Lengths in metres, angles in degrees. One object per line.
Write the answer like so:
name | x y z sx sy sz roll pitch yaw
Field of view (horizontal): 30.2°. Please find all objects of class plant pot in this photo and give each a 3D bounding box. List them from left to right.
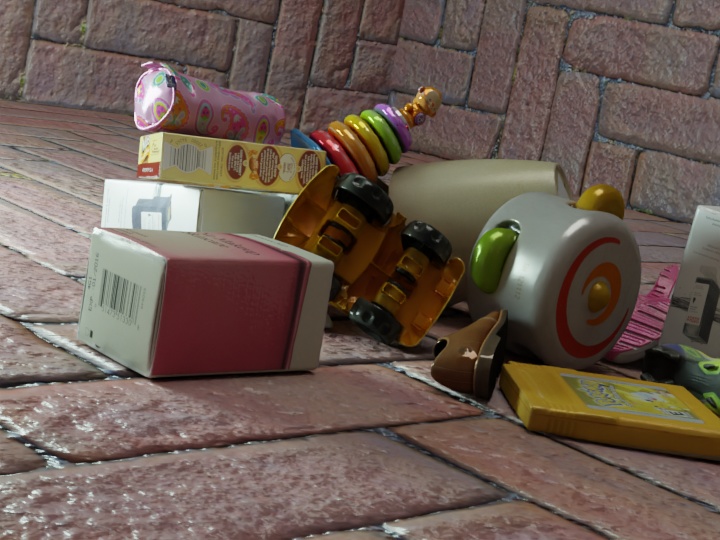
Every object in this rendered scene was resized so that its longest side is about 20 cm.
plant pot | 0.160 -0.064 1.650 0.198 0.190 0.187 -15 0 21

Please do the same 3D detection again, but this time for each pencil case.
pencil case | -0.183 -0.194 1.618 0.087 0.088 0.199 19 6 43

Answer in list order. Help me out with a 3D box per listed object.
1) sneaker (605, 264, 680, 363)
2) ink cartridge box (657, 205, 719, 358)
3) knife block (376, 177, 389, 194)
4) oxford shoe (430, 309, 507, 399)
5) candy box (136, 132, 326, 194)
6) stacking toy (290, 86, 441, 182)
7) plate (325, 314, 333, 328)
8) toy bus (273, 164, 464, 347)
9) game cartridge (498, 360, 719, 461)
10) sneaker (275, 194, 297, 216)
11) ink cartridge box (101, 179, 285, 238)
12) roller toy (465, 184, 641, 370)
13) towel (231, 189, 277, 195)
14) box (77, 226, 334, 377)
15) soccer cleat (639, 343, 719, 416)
sneaker | 0.360 0.073 1.639 0.199 0.089 0.081 -26 45 -38
ink cartridge box | 0.430 0.033 1.566 0.084 0.202 0.145 24 16 36
knife block | 0.057 -0.060 1.804 0.175 0.064 0.200 33 1 -5
oxford shoe | 0.113 0.077 1.364 0.070 0.072 0.200 7 9 13
candy box | -0.151 -0.123 1.561 0.198 0.056 0.115 5 2 -22
stacking toy | 0.023 -0.166 1.667 0.199 0.117 0.110 -34 31 -9
plate | -0.145 0.018 1.523 0.198 0.033 0.199 8 9 -19
toy bus | 0.000 0.000 1.513 0.199 0.136 0.192 35 -14 1
game cartridge | 0.242 0.132 1.294 0.197 0.033 0.176 11 9 -6
sneaker | -0.026 -0.037 1.698 0.200 0.077 0.080 40 31 5
ink cartridge box | -0.212 -0.065 1.686 0.199 0.085 0.144 8 4 43
roller toy | 0.224 0.012 1.499 0.199 0.184 0.139 -34 36 -30
towel | -0.108 -0.108 1.848 0.169 0.049 0.200 -6 21 30
box | -0.142 0.027 1.237 0.199 0.110 0.127 1 13 -44
soccer cleat | 0.386 0.122 1.410 0.083 0.066 0.199 7 10 -35
